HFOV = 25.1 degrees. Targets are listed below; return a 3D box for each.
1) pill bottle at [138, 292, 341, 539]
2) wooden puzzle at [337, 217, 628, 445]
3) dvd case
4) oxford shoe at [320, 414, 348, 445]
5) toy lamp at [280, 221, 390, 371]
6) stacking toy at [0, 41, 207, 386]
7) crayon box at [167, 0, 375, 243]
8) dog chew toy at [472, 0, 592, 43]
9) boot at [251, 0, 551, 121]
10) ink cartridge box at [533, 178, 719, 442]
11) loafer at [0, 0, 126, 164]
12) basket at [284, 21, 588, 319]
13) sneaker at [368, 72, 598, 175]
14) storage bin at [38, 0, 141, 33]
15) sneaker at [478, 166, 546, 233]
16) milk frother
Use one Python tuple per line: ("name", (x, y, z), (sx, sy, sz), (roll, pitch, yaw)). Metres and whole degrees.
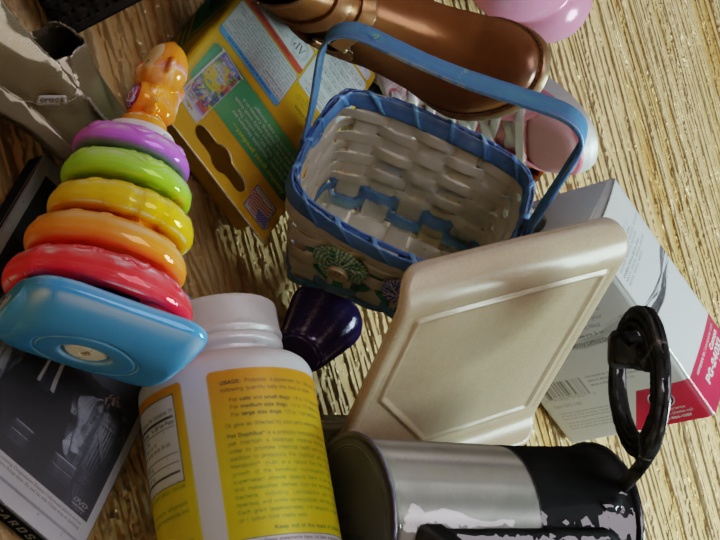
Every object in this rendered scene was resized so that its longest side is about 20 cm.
("pill bottle", (-0.073, 0.120, 0.969), (0.109, 0.109, 0.201), (12, 60, -46))
("wooden puzzle", (0.070, 0.056, 1.055), (0.184, 0.201, 0.037), (-14, 49, -34))
("dvd case", (-0.185, 0.051, 0.970), (0.150, 0.025, 0.201), (47, 47, -29))
("oxford shoe", (-0.046, 0.127, 1.087), (0.199, 0.058, 0.076), (3, 82, -34))
("toy lamp", (0.000, 0.000, 1.177), (0.058, 0.058, 0.200), (57, 44, -19))
("stacking toy", (-0.134, -0.045, 0.926), (0.109, 0.116, 0.201), (20, 68, -21))
("crayon box", (-0.078, -0.122, 1.132), (0.126, 0.051, 0.200), (53, 43, -23))
("dog chew toy", (0.133, -0.271, 1.379), (0.200, 0.124, 0.125), (45, 47, -41))
("boot", (0.016, -0.168, 1.072), (0.155, 0.199, 0.077), (22, 96, -51))
("ink cartridge box", (0.187, 0.035, 1.312), (0.200, 0.145, 0.084), (52, 45, -24))
("loafer", (-0.179, -0.108, 0.977), (0.200, 0.076, 0.068), (33, 97, -38))
("basket", (0.040, -0.058, 1.061), (0.175, 0.201, 0.139), (22, 43, 3))
("sneaker", (0.078, -0.113, 1.212), (0.104, 0.200, 0.076), (-33, 141, -25))
("storage bin", (-0.131, -0.251, 1.046), (0.094, 0.135, 0.200), (55, 43, -20))
("sneaker", (0.104, -0.098, 1.291), (0.074, 0.079, 0.201), (50, 28, -54))
("milk frother", (0.088, 0.119, 0.996), (0.187, 0.180, 0.202), (6, 82, -30))
